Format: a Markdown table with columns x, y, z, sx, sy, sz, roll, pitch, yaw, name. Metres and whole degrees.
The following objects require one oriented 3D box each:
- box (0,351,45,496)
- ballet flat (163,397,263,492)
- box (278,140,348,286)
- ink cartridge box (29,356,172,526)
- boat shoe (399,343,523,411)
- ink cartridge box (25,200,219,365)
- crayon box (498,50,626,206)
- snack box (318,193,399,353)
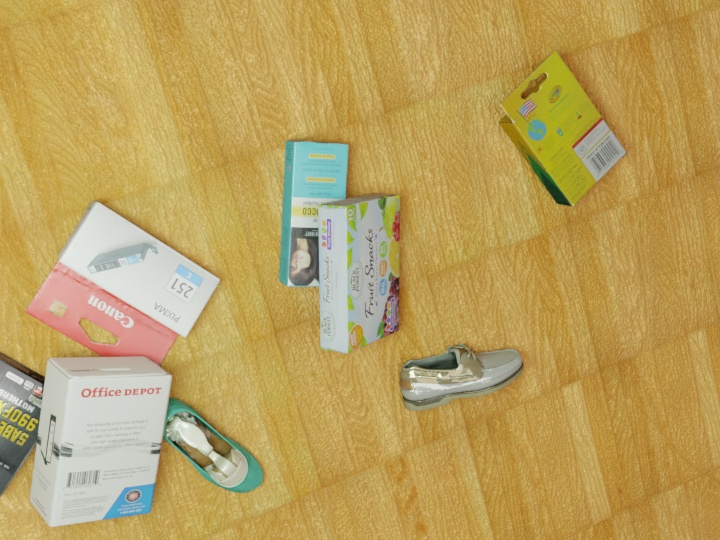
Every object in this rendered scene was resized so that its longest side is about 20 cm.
| x | y | z | sx | sy | sz | roll | pitch | yaw | name |
| --- | --- | --- | --- | --- | --- | --- | --- | --- | --- |
| -0.511 | 0.176 | 1.301 | 0.199 | 0.048 | 0.159 | 35 | 86 | -20 | box |
| -0.211 | 0.256 | 1.406 | 0.200 | 0.070 | 0.067 | 44 | 83 | -20 | ballet flat |
| -0.066 | -0.079 | 1.414 | 0.081 | 0.049 | 0.203 | 0 | 98 | -19 | box |
| -0.341 | 0.219 | 1.318 | 0.145 | 0.084 | 0.203 | 3 | 103 | -39 | ink cartridge box |
| 0.154 | 0.150 | 1.513 | 0.198 | 0.075 | 0.069 | -17 | 109 | -15 | boat shoe |
| -0.318 | 0.034 | 1.349 | 0.199 | 0.045 | 0.177 | 33 | 86 | -20 | ink cartridge box |
| 0.298 | -0.214 | 1.518 | 0.127 | 0.051 | 0.200 | -43 | 110 | -9 | crayon box |
| 0.000 | 0.000 | 1.406 | 0.142 | 0.052 | 0.203 | -17 | 110 | -54 | snack box |
